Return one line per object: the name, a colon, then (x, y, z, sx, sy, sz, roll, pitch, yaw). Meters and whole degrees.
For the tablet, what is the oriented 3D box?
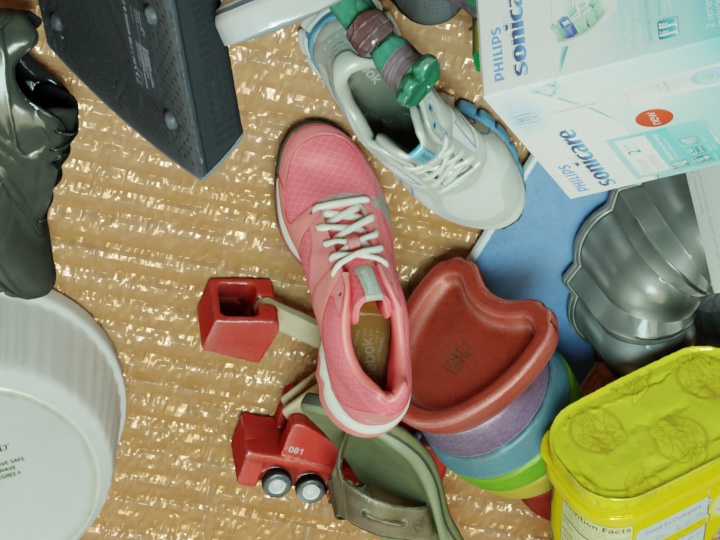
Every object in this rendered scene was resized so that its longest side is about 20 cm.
tablet: (0.130, 0.005, 1.528, 0.129, 0.014, 0.201, 20, 119, -22)

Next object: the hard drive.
hard drive: (-0.130, -0.147, 1.275, 0.042, 0.200, 0.136, -24, 127, -22)

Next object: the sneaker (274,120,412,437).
sneaker: (0.000, 0.000, 1.410, 0.073, 0.087, 0.202, -12, 85, -14)

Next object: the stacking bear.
stacking bear: (0.109, 0.101, 1.517, 0.114, 0.121, 0.200, -52, 134, -6)

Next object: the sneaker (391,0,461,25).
sneaker: (0.043, -0.221, 1.314, 0.074, 0.088, 0.201, -5, 124, -7)

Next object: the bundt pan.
bundt pan: (0.238, 0.016, 1.505, 0.200, 0.076, 0.203, -8, 129, -10)

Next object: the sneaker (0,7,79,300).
sneaker: (-0.208, -0.068, 1.377, 0.090, 0.076, 0.201, -11, 126, 2)

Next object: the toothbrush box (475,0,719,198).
toothbrush box: (0.179, -0.123, 1.248, 0.198, 0.086, 0.146, -11, 155, 20)

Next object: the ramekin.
ramekin: (-0.248, 0.111, 1.481, 0.200, 0.095, 0.204, -5, 125, -7)

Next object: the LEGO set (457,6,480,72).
LEGO set: (0.163, -0.174, 1.377, 0.198, 0.117, 0.154, 14, 147, -20)

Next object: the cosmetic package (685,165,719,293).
cosmetic package: (0.299, -0.049, 1.407, 0.199, 0.109, 0.085, -1, 165, -40)

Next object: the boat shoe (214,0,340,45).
boat shoe: (-0.001, -0.187, 1.207, 0.199, 0.072, 0.066, -32, 99, -16)

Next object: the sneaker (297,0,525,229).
sneaker: (0.036, -0.080, 1.410, 0.075, 0.087, 0.200, -39, 122, 15)

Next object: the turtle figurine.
turtle figurine: (-0.024, -0.188, 1.302, 0.199, 0.101, 0.150, 35, 108, 9)

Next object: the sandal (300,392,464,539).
sandal: (0.016, 0.156, 1.502, 0.057, 0.079, 0.202, -50, 131, -28)

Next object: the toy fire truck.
toy fire truck: (-0.024, 0.087, 1.533, 0.198, 0.049, 0.142, 11, 121, -17)

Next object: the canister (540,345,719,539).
canister: (0.190, 0.161, 1.494, 0.148, 0.087, 0.201, -24, 141, -19)
